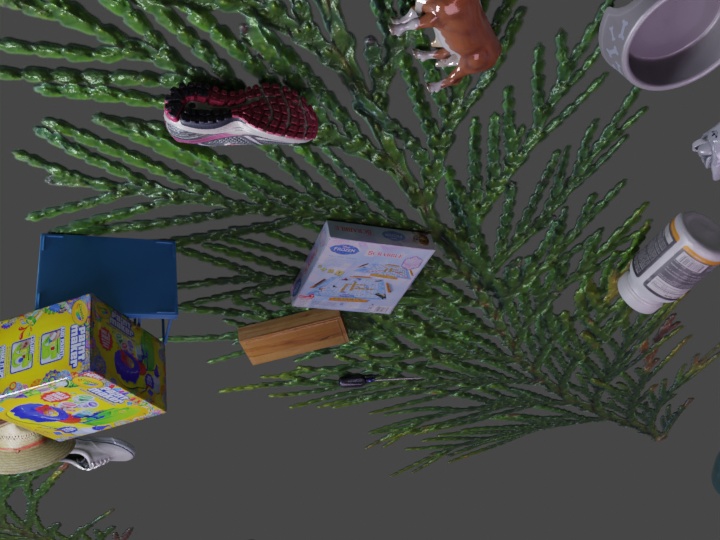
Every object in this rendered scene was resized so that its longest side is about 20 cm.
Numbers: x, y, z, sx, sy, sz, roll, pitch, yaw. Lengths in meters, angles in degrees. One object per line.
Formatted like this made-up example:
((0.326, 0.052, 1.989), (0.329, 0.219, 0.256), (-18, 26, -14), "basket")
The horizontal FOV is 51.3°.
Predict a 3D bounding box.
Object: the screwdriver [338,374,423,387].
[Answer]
((0.047, 0.243, 1.690), (0.199, 0.029, 0.028), (-5, 144, -17), "screwdriver")

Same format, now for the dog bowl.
((0.424, -0.326, 0.999), (0.199, 0.059, 0.200), (-9, 145, -6), "dog bowl")

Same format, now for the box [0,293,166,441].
((-0.420, 0.148, 1.101), (0.192, 0.122, 0.200), (-17, 150, 11), "box")

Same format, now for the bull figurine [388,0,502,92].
((0.106, -0.308, 0.921), (0.121, 0.065, 0.200), (-22, 141, 19), "bull figurine")

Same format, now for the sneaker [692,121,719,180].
((0.632, -0.194, 1.234), (0.200, 0.075, 0.115), (27, 129, -36), "sneaker")

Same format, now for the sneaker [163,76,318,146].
((-0.154, -0.199, 0.985), (0.199, 0.081, 0.075), (5, 156, -11), "sneaker")

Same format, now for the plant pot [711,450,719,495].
((1.287, 0.662, 2.511), (0.200, 0.201, 0.161), (-18, 133, 7), "plant pot")

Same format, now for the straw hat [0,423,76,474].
((-0.683, 0.326, 1.509), (0.200, 0.201, 0.085), (-4, 104, -12), "straw hat")

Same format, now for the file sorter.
((-0.396, 0.038, 1.175), (0.199, 0.139, 0.123), (2, 146, -20), "file sorter")

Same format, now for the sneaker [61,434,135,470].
((-0.599, 0.413, 1.676), (0.200, 0.071, 0.073), (21, 133, -38), "sneaker")

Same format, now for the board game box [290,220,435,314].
((0.000, 0.000, 1.325), (0.199, 0.041, 0.200), (6, 141, -24), "board game box")

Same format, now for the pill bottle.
((0.592, -0.011, 1.433), (0.116, 0.117, 0.200), (6, 141, -24), "pill bottle")

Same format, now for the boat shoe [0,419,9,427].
((-0.697, 0.263, 1.449), (0.199, 0.072, 0.068), (-6, 139, -20), "boat shoe")

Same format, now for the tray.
((-0.128, 0.127, 1.464), (0.199, 0.037, 0.099), (-15, 145, 1), "tray")
